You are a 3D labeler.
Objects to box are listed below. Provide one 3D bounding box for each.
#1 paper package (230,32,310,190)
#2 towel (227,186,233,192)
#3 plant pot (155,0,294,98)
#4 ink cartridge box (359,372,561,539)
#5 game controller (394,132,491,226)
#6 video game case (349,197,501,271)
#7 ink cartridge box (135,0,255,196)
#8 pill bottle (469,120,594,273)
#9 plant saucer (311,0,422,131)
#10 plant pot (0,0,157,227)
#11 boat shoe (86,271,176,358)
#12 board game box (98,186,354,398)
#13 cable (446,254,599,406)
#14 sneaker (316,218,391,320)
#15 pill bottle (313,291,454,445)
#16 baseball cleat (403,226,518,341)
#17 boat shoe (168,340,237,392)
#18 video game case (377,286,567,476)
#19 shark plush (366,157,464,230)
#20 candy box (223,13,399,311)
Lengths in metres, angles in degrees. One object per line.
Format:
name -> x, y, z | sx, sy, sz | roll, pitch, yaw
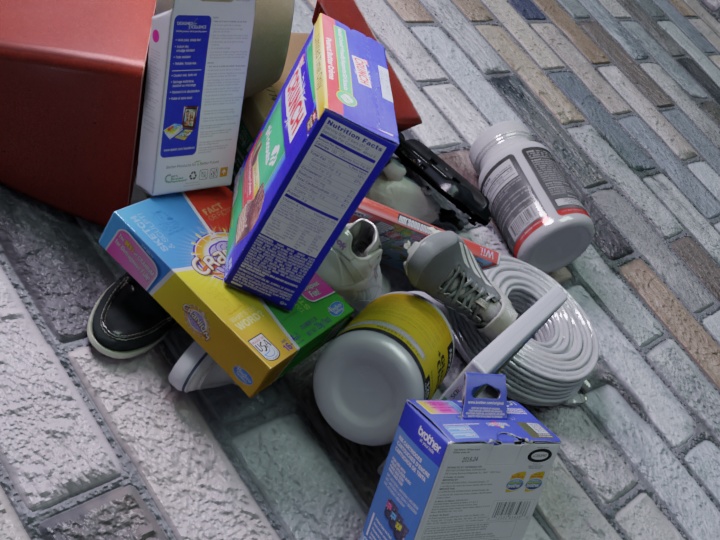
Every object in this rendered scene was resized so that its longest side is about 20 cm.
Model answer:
paper package -> -0.089, -0.178, 1.153 | 0.189, 0.104, 0.202 | -9, 59, -44
towel -> -0.143, -0.137, 1.171 | 0.198, 0.024, 0.148 | 34, 38, -7
plant pot -> -0.139, -0.253, 1.002 | 0.132, 0.202, 0.202 | 8, 44, -12
ink cartridge box -> 0.089, 0.191, 0.869 | 0.135, 0.203, 0.076 | 7, 21, -35
game controller -> 0.092, -0.126, 1.286 | 0.103, 0.043, 0.200 | 18, 20, -42
video game case -> 0.042, -0.033, 1.130 | 0.197, 0.143, 0.018 | 20, 73, -22
ink cartridge box -> -0.149, -0.171, 0.896 | 0.037, 0.203, 0.094 | 32, 30, 35
pill bottle -> 0.233, -0.106, 1.374 | 0.114, 0.116, 0.202 | 5, 48, -36
plant saucer -> -0.002, -0.252, 1.191 | 0.202, 0.036, 0.200 | 59, -2, -7
plant pot -> -0.298, -0.188, 0.968 | 0.173, 0.202, 0.202 | 9, 44, -12
boat shoe -> -0.186, 0.009, 0.946 | 0.074, 0.066, 0.199 | 41, 37, 6
board game box -> -0.120, 0.007, 0.912 | 0.200, 0.041, 0.153 | 43, 32, 9
cable -> 0.195, 0.072, 1.196 | 0.198, 0.069, 0.202 | -2, 53, -41
sneaker -> 0.000, 0.000, 1.055 | 0.075, 0.100, 0.199 | 50, 13, 21
pill bottle -> 0.033, 0.087, 0.998 | 0.112, 0.112, 0.200 | 41, 24, 4
baseball cleat -> 0.116, 0.018, 1.036 | 0.106, 0.070, 0.199 | 44, 9, 25
boat shoe -> -0.101, 0.077, 0.950 | 0.070, 0.071, 0.199 | 42, 30, 11
video game case -> 0.115, 0.113, 0.993 | 0.022, 0.183, 0.199 | 44, 37, 12
shark plush -> 0.059, -0.102, 1.271 | 0.197, 0.092, 0.083 | 7, 16, -28
candy box -> -0.048, -0.097, 0.886 | 0.076, 0.201, 0.170 | 22, 34, -20
